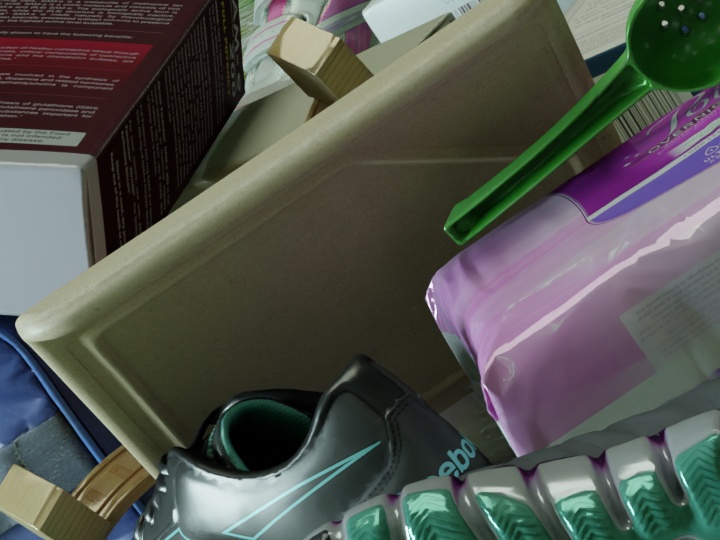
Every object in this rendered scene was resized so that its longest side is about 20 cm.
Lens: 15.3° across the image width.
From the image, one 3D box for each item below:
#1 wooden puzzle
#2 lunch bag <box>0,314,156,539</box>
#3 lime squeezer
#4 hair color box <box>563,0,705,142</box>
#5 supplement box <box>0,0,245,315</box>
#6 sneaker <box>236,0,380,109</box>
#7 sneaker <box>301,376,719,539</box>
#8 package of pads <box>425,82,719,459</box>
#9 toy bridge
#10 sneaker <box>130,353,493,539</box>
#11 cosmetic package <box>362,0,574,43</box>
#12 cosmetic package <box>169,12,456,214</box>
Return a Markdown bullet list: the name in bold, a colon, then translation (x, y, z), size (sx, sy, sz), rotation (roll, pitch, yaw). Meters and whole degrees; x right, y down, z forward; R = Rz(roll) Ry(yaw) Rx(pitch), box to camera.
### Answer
- **wooden puzzle**: translation (0.000, 0.000, 0.849), size (0.185, 0.037, 0.200), rotation (-34, -29, 0)
- **lunch bag**: translation (-0.161, 0.074, 0.991), size (0.200, 0.136, 0.132), rotation (-28, 15, 23)
- **lime squeezer**: translation (0.102, -0.065, 0.747), size (0.200, 0.038, 0.071), rotation (-20, 19, 45)
- **hair color box**: translation (0.141, -0.105, 1.051), size (0.100, 0.061, 0.200), rotation (-21, 19, 36)
- **supplement box**: translation (-0.118, -0.054, 0.973), size (0.109, 0.061, 0.200), rotation (3, 27, 13)
- **sneaker**: translation (-0.030, -0.126, 1.450), size (0.081, 0.088, 0.200), rotation (-22, 19, 41)
- **sneaker**: translation (0.068, 0.069, 0.666), size (0.200, 0.074, 0.088), rotation (-19, 5, 20)
- **package of pads**: translation (0.118, -0.012, 0.768), size (0.200, 0.076, 0.121), rotation (-34, 15, 1)
- **toy bridge**: translation (-0.052, 0.015, 0.906), size (0.027, 0.067, 0.200), rotation (23, 77, 37)
- **sneaker**: translation (-0.031, 0.075, 0.819), size (0.200, 0.079, 0.075), rotation (-22, 20, 46)
- **cosmetic package**: translation (0.091, -0.154, 1.288), size (0.113, 0.081, 0.200), rotation (-25, 16, 32)
- **cosmetic package**: translation (-0.021, -0.012, 1.029), size (0.200, 0.104, 0.073), rotation (-21, 21, 46)
